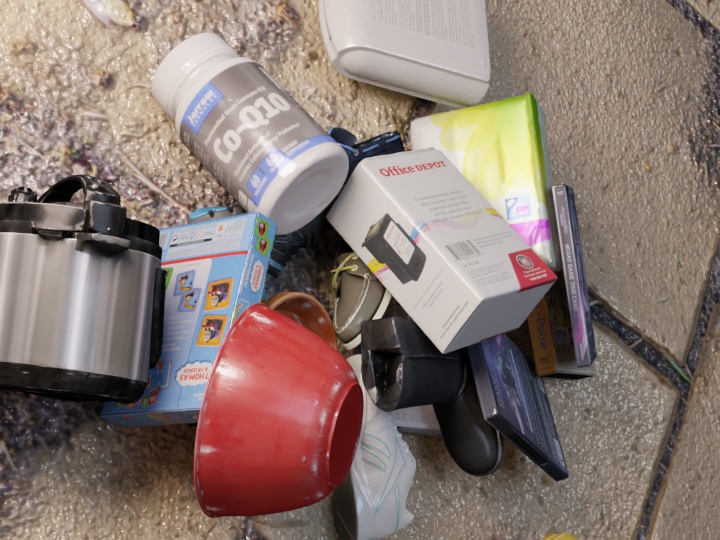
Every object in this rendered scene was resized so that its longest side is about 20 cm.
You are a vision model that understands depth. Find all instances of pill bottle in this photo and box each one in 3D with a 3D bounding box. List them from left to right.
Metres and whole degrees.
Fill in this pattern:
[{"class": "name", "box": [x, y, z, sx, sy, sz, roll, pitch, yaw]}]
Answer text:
[{"class": "pill bottle", "box": [-0.115, -0.141, 1.534, 0.113, 0.114, 0.200, -27, 63, -38]}]

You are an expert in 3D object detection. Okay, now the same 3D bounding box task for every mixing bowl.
[{"class": "mixing bowl", "box": [-0.062, 0.137, 1.377, 0.200, 0.108, 0.202, 10, 90, -74]}]

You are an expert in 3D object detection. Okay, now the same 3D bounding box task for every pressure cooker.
[{"class": "pressure cooker", "box": [-0.265, 0.014, 1.365, 0.179, 0.175, 0.202, 32, 62, -72]}]

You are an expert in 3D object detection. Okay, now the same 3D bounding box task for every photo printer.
[{"class": "photo printer", "box": [0.047, -0.280, 1.735, 0.199, 0.069, 0.167, 12, 56, -22]}]

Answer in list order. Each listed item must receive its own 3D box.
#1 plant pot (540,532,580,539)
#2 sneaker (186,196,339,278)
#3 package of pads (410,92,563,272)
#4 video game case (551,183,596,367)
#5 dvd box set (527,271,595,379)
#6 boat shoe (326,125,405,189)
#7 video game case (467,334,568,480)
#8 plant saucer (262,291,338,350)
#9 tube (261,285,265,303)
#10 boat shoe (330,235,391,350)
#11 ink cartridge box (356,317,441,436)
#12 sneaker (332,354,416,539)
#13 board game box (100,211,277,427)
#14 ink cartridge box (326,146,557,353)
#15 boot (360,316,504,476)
[{"class": "plant pot", "box": [0.193, 0.395, 1.603, 0.194, 0.195, 0.201, -24, 84, -38]}, {"class": "sneaker", "box": [-0.091, -0.036, 1.601, 0.199, 0.073, 0.083, -12, 99, -32]}, {"class": "package of pads", "box": [0.139, -0.087, 1.724, 0.068, 0.153, 0.202, 22, 60, -65]}, {"class": "video game case", "box": [0.243, 0.005, 1.728, 0.143, 0.019, 0.202, -6, 89, -79]}, {"class": "dvd box set", "box": [0.225, 0.026, 1.790, 0.146, 0.029, 0.202, 10, 69, -64]}, {"class": "boat shoe", "box": [-0.031, -0.124, 1.660, 0.199, 0.084, 0.069, -8, 100, -51]}, {"class": "video game case", "box": [0.167, 0.132, 1.663, 0.200, 0.019, 0.144, 41, 30, -50]}, {"class": "plant saucer", "box": [-0.082, 0.121, 1.526, 0.200, 0.032, 0.202, -20, 113, -60]}, {"class": "tube", "box": [-0.121, 0.095, 1.531, 0.077, 0.050, 0.202, -6, 100, -32]}, {"class": "boat shoe", "box": [-0.002, 0.001, 1.621, 0.060, 0.072, 0.202, 42, 36, -21]}, {"class": "ink cartridge box", "box": [0.068, 0.120, 1.680, 0.199, 0.042, 0.120, 10, 71, -37]}, {"class": "sneaker", "box": [0.013, 0.182, 1.578, 0.080, 0.070, 0.202, -8, 103, -26]}, {"class": "board game box", "box": [-0.165, 0.048, 1.460, 0.037, 0.151, 0.201, 37, 57, -43]}, {"class": "ink cartridge box", "box": [0.084, -0.025, 1.580, 0.145, 0.083, 0.200, -13, 56, -49]}, {"class": "boot", "box": [0.074, 0.132, 1.563, 0.200, 0.065, 0.166, 18, 51, -66]}]
